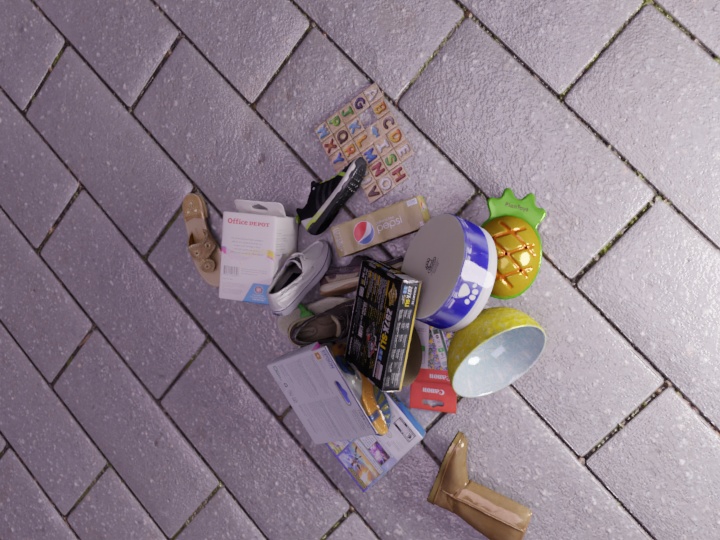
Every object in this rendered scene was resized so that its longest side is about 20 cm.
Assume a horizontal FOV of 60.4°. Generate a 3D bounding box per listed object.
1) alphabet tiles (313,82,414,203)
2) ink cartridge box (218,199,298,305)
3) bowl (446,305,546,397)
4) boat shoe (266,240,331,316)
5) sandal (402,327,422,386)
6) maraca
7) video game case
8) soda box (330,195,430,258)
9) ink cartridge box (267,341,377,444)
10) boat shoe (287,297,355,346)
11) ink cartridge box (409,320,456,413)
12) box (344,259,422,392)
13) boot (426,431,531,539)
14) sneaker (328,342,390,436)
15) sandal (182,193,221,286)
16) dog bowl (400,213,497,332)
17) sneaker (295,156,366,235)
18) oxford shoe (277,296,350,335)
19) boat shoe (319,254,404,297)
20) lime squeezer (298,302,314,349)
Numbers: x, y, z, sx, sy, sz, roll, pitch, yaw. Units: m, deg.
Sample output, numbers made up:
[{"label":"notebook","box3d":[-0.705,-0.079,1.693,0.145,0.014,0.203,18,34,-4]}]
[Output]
[{"label":"alphabet tiles","box3d":[0.012,-0.253,1.280,0.165,0.008,0.204,-31,84,17]},{"label":"ink cartridge box","box3d":[-0.211,-0.042,1.306,0.124,0.125,0.208,7,95,17]},{"label":"bowl","box3d":[0.237,0.132,1.162,0.199,0.199,0.109,-41,49,16]},{"label":"boat shoe","box3d":[-0.122,0.000,1.251,0.071,0.202,0.067,8,139,27]},{"label":"sandal","box3d":[0.071,0.127,1.226,0.075,0.070,0.218,-9,68,-8]},{"label":"maraca","box3d":[0.276,-0.049,1.158,0.133,0.107,0.207,13,90,9]},{"label":"video game case","box3d":[0.009,0.325,1.302,0.181,0.045,0.201,-44,80,14]},{"label":"soda box","box3d":[0.041,-0.088,1.250,0.194,0.068,0.066,-18,89,18]},{"label":"ink cartridge box","box3d":[-0.070,0.241,1.214,0.197,0.043,0.200,-22,102,43]},{"label":"boat shoe","box3d":[-0.048,0.109,1.231,0.194,0.065,0.075,-21,101,-11]},{"label":"ink cartridge box","box3d":[0.144,0.186,1.245,0.105,0.050,0.208,3,94,19]},{"label":"box","box3d":[0.038,0.098,1.149,0.159,0.048,0.207,26,108,58]},{"label":"boot","box3d":[0.247,0.436,1.226,0.195,0.066,0.180,24,113,16]},{"label":"sneaker","box3d":[-0.014,0.249,1.255,0.088,0.075,0.203,-37,80,33]},{"label":"sandal","box3d":[-0.364,-0.064,1.376,0.075,0.069,0.219,-16,89,18]},{"label":"dog bowl","box3d":[0.157,0.003,1.139,0.077,0.200,0.205,20,104,-27]},{"label":"sneaker","box3d":[-0.070,-0.165,1.275,0.083,0.071,0.201,44,109,13]},{"label":"oxford shoe","box3d":[-0.080,0.097,1.310,0.193,0.058,0.078,-10,87,13]},{"label":"boat shoe","box3d":[0.000,0.000,1.269,0.195,0.072,0.067,-19,77,21]},{"label":"lime squeezer","box3d":[-0.126,0.125,1.273,0.068,0.038,0.208,0,92,12]}]
